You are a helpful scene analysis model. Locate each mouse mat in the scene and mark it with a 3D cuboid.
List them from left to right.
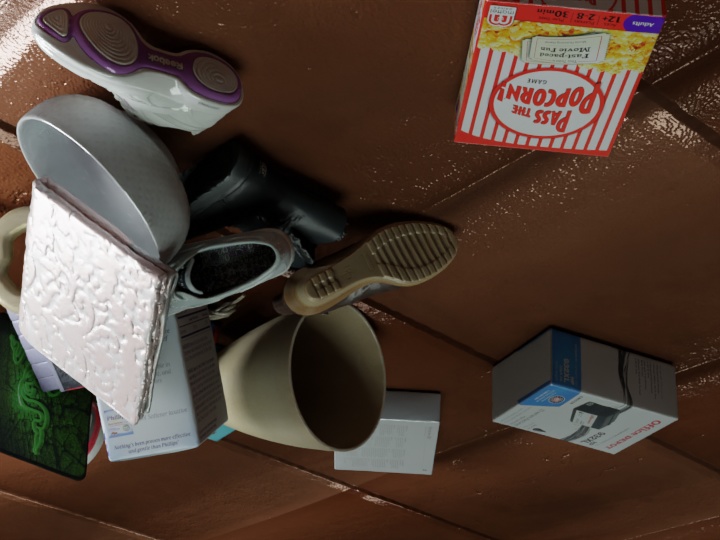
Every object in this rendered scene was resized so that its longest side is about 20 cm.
[{"bbox_3d":[-0.413,0.162,1.630,0.008,0.200,0.161,-32,135,31],"label":"mouse mat"}]

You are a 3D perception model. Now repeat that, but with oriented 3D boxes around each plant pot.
[{"bbox_3d":[-0.102,0.143,1.597,0.200,0.188,0.187,-11,147,37],"label":"plant pot"}]

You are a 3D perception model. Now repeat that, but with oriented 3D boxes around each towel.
[{"bbox_3d":[-0.271,0.031,1.272,0.191,0.032,0.200,33,128,22],"label":"towel"}]

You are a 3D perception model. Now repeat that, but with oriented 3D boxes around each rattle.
[{"bbox_3d":[-0.392,-0.024,1.453,0.200,0.130,0.143,15,-166,5],"label":"rattle"}]

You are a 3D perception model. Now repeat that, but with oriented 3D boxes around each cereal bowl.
[{"bbox_3d":[-0.240,-0.096,1.243,0.200,0.083,0.200,36,156,19],"label":"cereal bowl"}]

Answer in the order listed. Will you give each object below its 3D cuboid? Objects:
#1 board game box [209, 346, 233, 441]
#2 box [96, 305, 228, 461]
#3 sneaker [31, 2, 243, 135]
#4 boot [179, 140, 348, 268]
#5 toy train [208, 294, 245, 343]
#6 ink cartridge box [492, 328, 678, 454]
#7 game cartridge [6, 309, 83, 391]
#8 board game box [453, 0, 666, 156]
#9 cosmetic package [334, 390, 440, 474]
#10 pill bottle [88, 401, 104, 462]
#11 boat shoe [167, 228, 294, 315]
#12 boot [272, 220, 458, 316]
[{"bbox_3d":[-0.216,0.171,1.771,0.151,0.047,0.200,22,145,-28],"label":"board game box"},{"bbox_3d":[-0.231,0.097,1.424,0.105,0.200,0.184,-10,-179,4],"label":"box"},{"bbox_3d":[-0.212,-0.174,1.157,0.200,0.075,0.100,21,144,-27],"label":"sneaker"},{"bbox_3d":[-0.133,-0.046,1.363,0.200,0.077,0.168,-28,133,33],"label":"boot"},{"bbox_3d":[-0.218,0.111,1.594,0.200,0.116,0.085,-24,146,38],"label":"toy train"},{"bbox_3d":[0.294,0.163,1.660,0.200,0.084,0.145,17,147,-21],"label":"ink cartridge box"},{"bbox_3d":[-0.340,0.081,1.579,0.200,0.038,0.130,-13,102,26],"label":"game cartridge"},{"bbox_3d":[0.171,-0.183,1.125,0.151,0.046,0.200,5,150,-1],"label":"board game box"},{"bbox_3d":[0.037,0.239,1.852,0.150,0.052,0.200,5,149,2],"label":"cosmetic package"},{"bbox_3d":[-0.469,0.205,1.795,0.111,0.111,0.200,-18,143,33],"label":"pill bottle"},{"bbox_3d":[-0.168,0.002,1.288,0.200,0.070,0.072,-17,-178,9],"label":"boat shoe"},{"bbox_3d":[0.000,0.000,1.443,0.200,0.072,0.166,-19,179,-15],"label":"boot"}]
